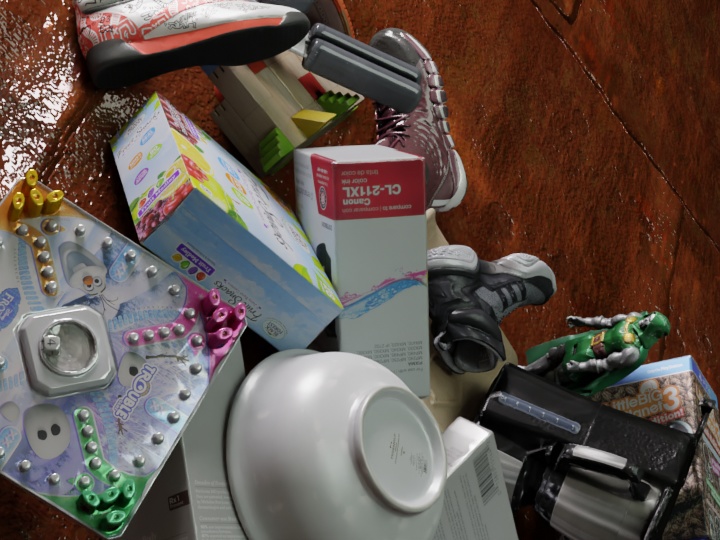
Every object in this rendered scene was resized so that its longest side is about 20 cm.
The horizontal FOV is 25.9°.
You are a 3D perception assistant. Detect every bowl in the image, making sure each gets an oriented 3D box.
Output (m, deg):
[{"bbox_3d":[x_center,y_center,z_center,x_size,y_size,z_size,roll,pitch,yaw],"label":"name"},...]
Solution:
[{"bbox_3d":[0.001,0.144,1.169,0.200,0.090,0.203,24,55,-39],"label":"bowl"}]

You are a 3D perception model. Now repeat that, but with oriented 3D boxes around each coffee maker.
[{"bbox_3d":[0.210,0.177,1.498,0.198,0.136,0.192,22,33,16],"label":"coffee maker"}]

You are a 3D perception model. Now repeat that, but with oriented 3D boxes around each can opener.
[{"bbox_3d":[-0.026,-0.212,1.422,0.198,0.067,0.054,22,37,-16],"label":"can opener"}]

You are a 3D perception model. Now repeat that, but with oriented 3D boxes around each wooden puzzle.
[{"bbox_3d":[0.069,0.064,1.537,0.201,0.046,0.185,61,35,-12],"label":"wooden puzzle"}]

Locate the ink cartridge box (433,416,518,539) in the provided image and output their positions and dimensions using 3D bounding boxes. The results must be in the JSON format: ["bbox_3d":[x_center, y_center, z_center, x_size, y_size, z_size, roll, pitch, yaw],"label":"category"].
[{"bbox_3d":[0.064,0.255,1.338,0.176,0.044,0.201,-42,134,-30],"label":"ink cartridge box"}]

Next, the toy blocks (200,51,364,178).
[{"bbox_3d":[-0.085,-0.177,1.454,0.137,0.100,0.200,50,34,-1],"label":"toy blocks"}]

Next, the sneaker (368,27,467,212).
[{"bbox_3d":[0.037,-0.152,1.600,0.115,0.075,0.202,-17,83,-51],"label":"sneaker"}]

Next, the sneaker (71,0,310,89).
[{"bbox_3d":[-0.149,-0.230,1.347,0.199,0.067,0.109,-14,72,-17],"label":"sneaker"}]

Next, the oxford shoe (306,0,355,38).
[{"bbox_3d":[-0.080,-0.279,1.549,0.073,0.071,0.200,-49,115,-22],"label":"oxford shoe"}]

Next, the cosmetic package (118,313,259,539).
[{"bbox_3d":[-0.138,0.144,1.167,0.090,0.106,0.202,8,61,-49],"label":"cosmetic package"}]

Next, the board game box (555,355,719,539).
[{"bbox_3d":[0.286,0.210,1.607,0.097,0.158,0.202,48,35,-47],"label":"board game box"}]

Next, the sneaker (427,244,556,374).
[{"bbox_3d":[0.125,0.044,1.522,0.199,0.075,0.115,9,66,-46],"label":"sneaker"}]

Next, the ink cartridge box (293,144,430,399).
[{"bbox_3d":[0.000,0.000,1.329,0.082,0.146,0.202,-4,99,-15],"label":"ink cartridge box"}]

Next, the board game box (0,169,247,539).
[{"bbox_3d":[-0.204,0.054,1.094,0.199,0.026,0.201,32,59,-4],"label":"board game box"}]

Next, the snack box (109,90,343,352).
[{"bbox_3d":[-0.112,-0.039,1.269,0.168,0.068,0.200,41,11,-29],"label":"snack box"}]

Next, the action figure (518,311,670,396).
[{"bbox_3d":[0.230,0.086,1.592,0.055,0.199,0.119,40,41,-28],"label":"action figure"}]
